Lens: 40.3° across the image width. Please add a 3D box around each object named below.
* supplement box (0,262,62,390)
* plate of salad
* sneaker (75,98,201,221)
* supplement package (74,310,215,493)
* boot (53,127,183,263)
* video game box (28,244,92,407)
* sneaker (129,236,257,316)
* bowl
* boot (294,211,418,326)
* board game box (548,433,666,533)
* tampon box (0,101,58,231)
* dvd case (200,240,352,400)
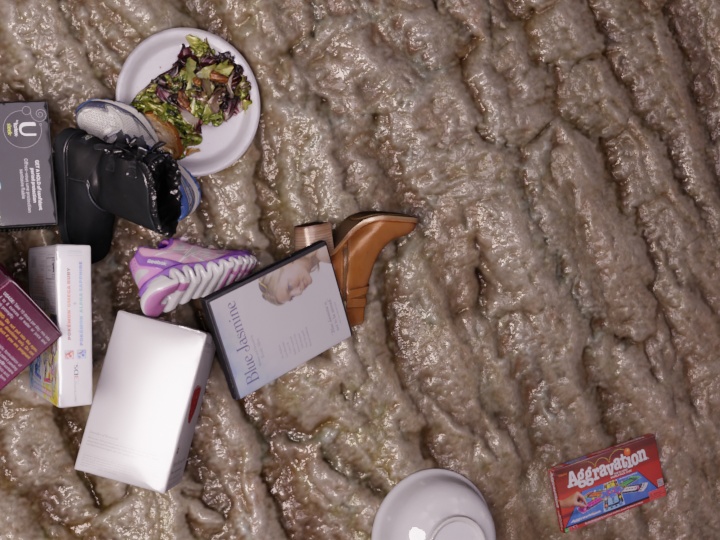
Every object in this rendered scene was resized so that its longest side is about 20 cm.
[{"bbox_3d":[-0.450,0.080,1.066,0.200,0.131,0.104,-43,135,-14],"label":"supplement box"},{"bbox_3d":[-0.229,-0.229,1.325,0.197,0.048,0.203,0,89,-20],"label":"plate of salad"},{"bbox_3d":[-0.286,-0.140,1.266,0.077,0.085,0.200,-42,109,17],"label":"sneaker"},{"bbox_3d":[-0.268,0.165,1.255,0.118,0.121,0.203,14,85,1],"label":"supplement package"},{"bbox_3d":[-0.294,-0.079,1.210,0.073,0.161,0.200,-43,143,-49],"label":"boot"},{"bbox_3d":[-0.366,0.063,1.191,0.046,0.199,0.185,2,89,-27],"label":"video game box"},{"bbox_3d":[-0.222,-0.008,1.290,0.199,0.081,0.089,-14,59,-50],"label":"sneaker"},{"bbox_3d":[0.123,0.397,1.435,0.198,0.090,0.204,0,89,-21],"label":"bowl"},{"bbox_3d":[0.000,0.000,1.400,0.198,0.076,0.157,-13,102,-31],"label":"boot"},{"bbox_3d":[0.398,0.340,1.576,0.198,0.019,0.104,-14,94,-20],"label":"board game box"},{"bbox_3d":[-0.477,-0.120,1.189,0.197,0.126,0.152,-5,92,-21],"label":"tampon box"},{"bbox_3d":[-0.106,0.063,1.297,0.199,0.017,0.144,-27,112,-32],"label":"dvd case"}]
